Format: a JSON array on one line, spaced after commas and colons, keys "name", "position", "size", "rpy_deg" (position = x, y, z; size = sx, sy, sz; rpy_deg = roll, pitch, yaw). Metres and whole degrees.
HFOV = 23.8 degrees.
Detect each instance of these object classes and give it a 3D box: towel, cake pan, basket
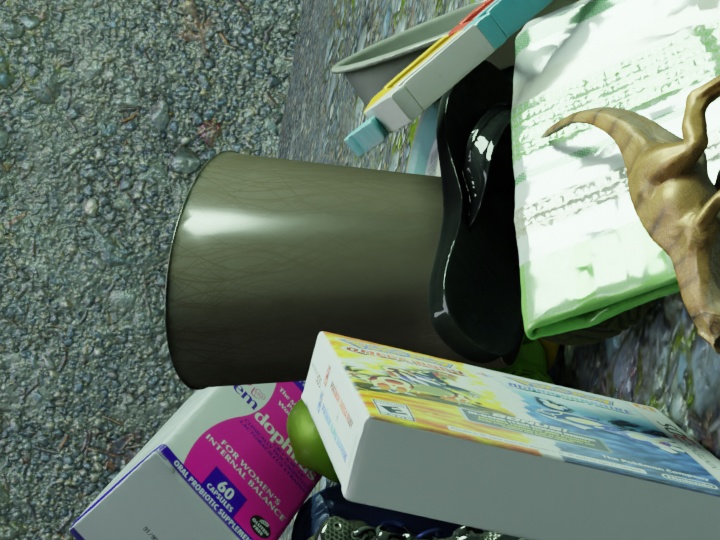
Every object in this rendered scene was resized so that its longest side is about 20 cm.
[{"name": "towel", "position": [0.146, -0.069, 0.878], "size": [0.148, 0.031, 0.201], "rpy_deg": [-21, 51, 31]}, {"name": "cake pan", "position": [0.078, -0.159, 1.173], "size": [0.200, 0.199, 0.037], "rpy_deg": [-136, 24, -78]}, {"name": "basket", "position": [0.000, 0.000, 1.078], "size": [0.181, 0.198, 0.137], "rpy_deg": [-69, -26, -50]}]

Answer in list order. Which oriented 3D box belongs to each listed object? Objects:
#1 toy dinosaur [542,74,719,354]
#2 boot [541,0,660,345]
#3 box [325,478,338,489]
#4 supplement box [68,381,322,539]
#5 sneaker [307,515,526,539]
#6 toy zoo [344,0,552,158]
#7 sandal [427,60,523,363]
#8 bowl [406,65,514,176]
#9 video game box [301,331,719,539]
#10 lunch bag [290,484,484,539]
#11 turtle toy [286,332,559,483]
[{"name": "toy dinosaur", "position": [0.146, -0.048, 0.797], "size": [0.106, 0.060, 0.201], "rpy_deg": [-39, 44, 17]}, {"name": "boot", "position": [0.149, -0.079, 1.003], "size": [0.201, 0.066, 0.176], "rpy_deg": [-92, 27, -46]}, {"name": "box", "position": [0.040, 0.087, 1.337], "size": [0.149, 0.106, 0.201], "rpy_deg": [114, 162, -56]}, {"name": "supplement box", "position": [-0.096, 0.141, 1.183], "size": [0.103, 0.101, 0.200], "rpy_deg": [-41, 4, 27]}, {"name": "sneaker", "position": [0.038, 0.175, 1.027], "size": [0.115, 0.199, 0.076], "rpy_deg": [60, -169, 27]}, {"name": "toy zoo", "position": [0.069, -0.137, 0.985], "size": [0.200, 0.020, 0.131], "rpy_deg": [-40, 7, 1]}, {"name": "sandal", "position": [0.082, -0.041, 0.977], "size": [0.048, 0.075, 0.202], "rpy_deg": [-33, 41, 43]}, {"name": "bowl", "position": [0.091, -0.059, 1.188], "size": [0.201, 0.104, 0.203], "rpy_deg": [-170, 90, -81]}, {"name": "video game box", "position": [0.079, 0.088, 0.840], "size": [0.182, 0.198, 0.047], "rpy_deg": [-139, 63, -78]}, {"name": "lunch bag", "position": [0.026, 0.244, 1.163], "size": [0.133, 0.135, 0.201], "rpy_deg": [-117, 29, -51]}, {"name": "turtle toy", "position": [0.043, 0.099, 1.126], "size": [0.146, 0.198, 0.102], "rpy_deg": [-51, -42, -56]}]
